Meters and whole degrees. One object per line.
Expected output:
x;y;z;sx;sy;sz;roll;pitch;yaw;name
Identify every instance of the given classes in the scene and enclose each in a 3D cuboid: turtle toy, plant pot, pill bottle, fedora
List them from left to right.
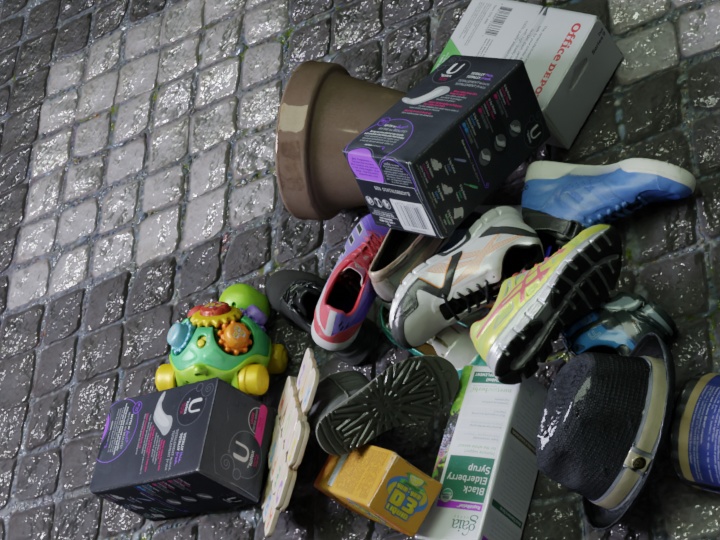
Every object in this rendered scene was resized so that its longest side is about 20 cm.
-0.166;0.083;1.800;0.144;0.102;0.200;-1;17;16;turtle toy
0.007;-0.158;1.815;0.173;0.201;0.202;5;63;21;plant pot
0.228;0.147;1.420;0.201;0.091;0.203;-162;90;-82;fedora
0.393;0.161;1.339;0.198;0.112;0.113;7;66;39;pill bottle

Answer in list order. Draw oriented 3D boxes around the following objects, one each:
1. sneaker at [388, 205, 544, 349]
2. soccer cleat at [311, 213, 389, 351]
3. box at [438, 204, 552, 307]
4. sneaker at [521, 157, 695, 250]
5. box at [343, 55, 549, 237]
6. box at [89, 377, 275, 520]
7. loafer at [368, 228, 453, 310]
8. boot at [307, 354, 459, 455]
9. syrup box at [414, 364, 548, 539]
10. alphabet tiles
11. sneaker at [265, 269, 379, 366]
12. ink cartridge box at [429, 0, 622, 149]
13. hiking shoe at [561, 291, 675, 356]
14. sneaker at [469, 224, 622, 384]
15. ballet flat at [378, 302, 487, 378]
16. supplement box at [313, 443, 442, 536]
0.115;0.014;1.587;0.200;0.074;0.080;-43;42;-4;sneaker
0.000;0.000;1.696;0.068;0.073;0.201;23;55;6;soccer cleat
0.129;-0.018;1.714;0.198;0.041;0.120;0;61;40;box
0.270;-0.061;1.615;0.198;0.077;0.112;3;73;27;sneaker
0.099;-0.143;1.646;0.200;0.107;0.122;-43;34;-25;box
-0.213;0.217;1.748;0.199;0.106;0.123;-16;53;40;box
0.065;-0.048;1.700;0.071;0.063;0.201;-6;48;38;loafer
0.014;0.141;1.625;0.180;0.200;0.073;-23;90;-4;boot
0.133;0.207;1.528;0.078;0.081;0.202;-1;60;38;syrup box
-0.084;0.193;1.655;0.200;0.014;0.198;-117;43;-75;alphabet tiles
-0.059;0.040;1.782;0.199;0.091;0.076;29;82;46;sneaker
0.198;-0.245;1.785;0.199;0.084;0.147;22;76;43;ink cartridge box
0.234;0.057;1.557;0.199;0.074;0.087;16;71;43;hiking shoe
0.188;0.020;1.520;0.200;0.078;0.090;-44;39;-5;sneaker
0.089;0.079;1.655;0.199;0.070;0.068;25;76;44;ballet flat
0.015;0.227;1.550;0.069;0.066;0.200;-59;14;-13;supplement box
